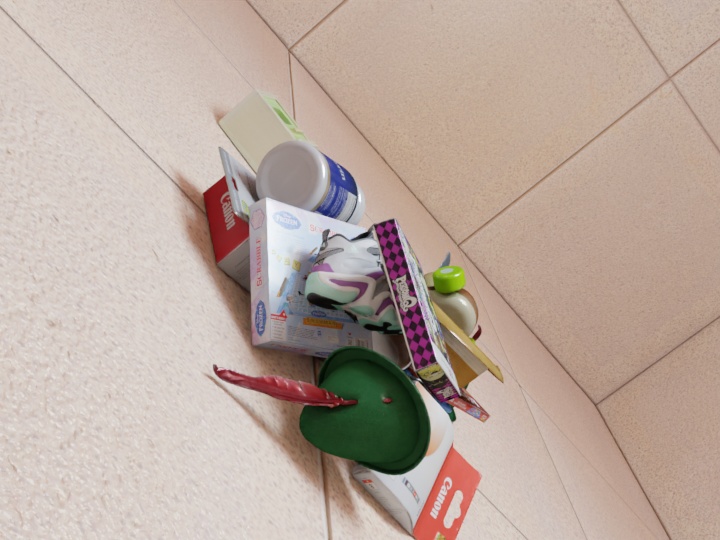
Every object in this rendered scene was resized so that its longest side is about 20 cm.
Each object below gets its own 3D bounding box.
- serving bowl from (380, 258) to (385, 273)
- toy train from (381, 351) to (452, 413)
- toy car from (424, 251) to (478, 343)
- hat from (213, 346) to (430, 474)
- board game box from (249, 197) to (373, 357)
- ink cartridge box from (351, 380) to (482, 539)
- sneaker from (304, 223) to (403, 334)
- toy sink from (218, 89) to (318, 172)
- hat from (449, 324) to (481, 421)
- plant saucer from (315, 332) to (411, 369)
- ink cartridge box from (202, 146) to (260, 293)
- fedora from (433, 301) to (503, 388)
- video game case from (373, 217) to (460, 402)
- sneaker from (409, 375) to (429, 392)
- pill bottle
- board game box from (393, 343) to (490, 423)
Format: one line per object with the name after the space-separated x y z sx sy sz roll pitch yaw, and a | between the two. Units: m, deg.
0.000 0.000 1.548 0.200 0.199 0.066 33 46 -56 | serving bowl
0.066 0.195 1.551 0.200 0.087 0.114 37 11 -40 | toy train
0.150 0.052 1.707 0.200 0.157 0.165 -47 130 -59 | toy car
-0.045 0.191 1.120 0.199 0.167 0.176 23 29 31 | hat
-0.067 0.018 1.332 0.199 0.041 0.201 16 65 -44 | board game box
0.094 0.278 1.304 0.200 0.050 0.163 46 49 -16 | ink cartridge box
0.018 0.003 1.328 0.200 0.077 0.141 28 66 -40 | sneaker
-0.164 -0.249 1.891 0.200 0.112 0.130 53 13 4 | toy sink
0.200 0.180 1.842 0.166 0.176 0.200 49 12 -13 | hat
-0.013 0.103 1.461 0.199 0.032 0.201 19 29 -11 | plant saucer
-0.169 -0.065 1.417 0.176 0.084 0.200 42 15 -34 | ink cartridge box
0.140 0.130 1.513 0.201 0.082 0.201 45 1 -1 | fedora
0.075 0.056 1.233 0.181 0.036 0.201 55 18 -65 | video game case
0.073 0.221 1.424 0.200 0.111 0.077 41 16 -42 | sneaker
-0.070 -0.120 1.465 0.116 0.116 0.200 56 12 19 | pill bottle
0.134 0.186 1.553 0.200 0.019 0.103 35 10 -50 | board game box
